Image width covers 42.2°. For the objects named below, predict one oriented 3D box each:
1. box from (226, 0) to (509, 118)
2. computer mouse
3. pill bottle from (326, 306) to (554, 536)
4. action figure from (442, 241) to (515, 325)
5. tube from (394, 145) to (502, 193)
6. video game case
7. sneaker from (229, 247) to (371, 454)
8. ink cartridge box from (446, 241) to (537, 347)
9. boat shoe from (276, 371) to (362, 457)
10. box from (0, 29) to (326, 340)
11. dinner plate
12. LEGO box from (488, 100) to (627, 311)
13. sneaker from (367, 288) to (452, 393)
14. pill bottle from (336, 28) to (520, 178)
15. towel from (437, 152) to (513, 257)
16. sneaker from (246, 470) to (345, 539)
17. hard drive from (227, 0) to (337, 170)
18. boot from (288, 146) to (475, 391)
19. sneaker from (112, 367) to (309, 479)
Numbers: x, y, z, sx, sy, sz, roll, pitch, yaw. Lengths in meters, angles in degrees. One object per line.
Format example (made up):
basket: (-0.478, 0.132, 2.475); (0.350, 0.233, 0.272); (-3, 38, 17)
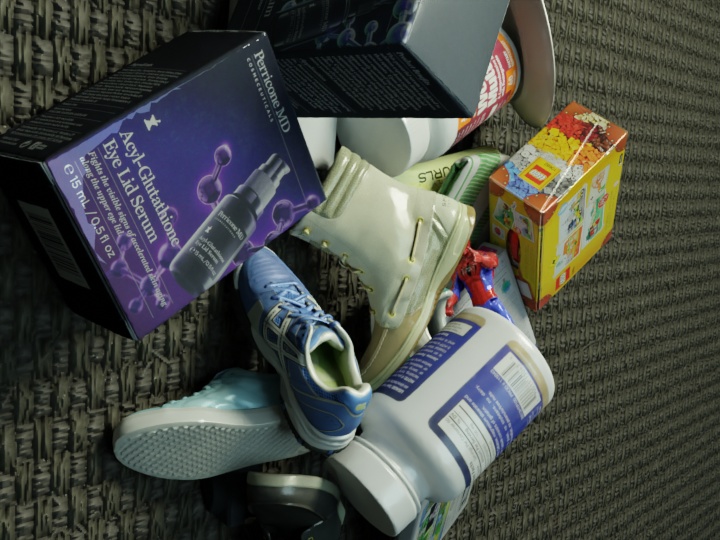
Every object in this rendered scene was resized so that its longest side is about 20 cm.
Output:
box: (0.006, -0.212, 0.751); (0.107, 0.200, 0.149); (34, 70, -48)
computer mouse: (-0.102, 0.239, 0.868); (0.059, 0.034, 0.201); (-36, 123, -43)
pill bottle: (0.070, 0.138, 0.848); (0.200, 0.120, 0.120); (-40, 127, -21)
action figure: (0.130, 0.049, 0.985); (0.099, 0.065, 0.201); (2, 65, -60)
tube: (0.085, -0.095, 1.030); (0.200, 0.052, 0.058); (-21, 78, -43)
video game case: (0.091, 0.229, 1.014); (0.182, 0.022, 0.201); (-37, 144, -52)
sneaker: (-0.047, 0.054, 0.801); (0.076, 0.077, 0.200); (-12, 61, -40)
ink cartridge box: (0.150, 0.077, 1.120); (0.119, 0.042, 0.200); (-44, 131, -21)
boat shoe: (-0.022, 0.136, 0.929); (0.067, 0.057, 0.200); (-54, 133, -30)
box: (-0.144, -0.071, 0.690); (0.200, 0.104, 0.148); (-40, 125, -29)
dinner plate: (0.165, -0.253, 1.023); (0.024, 0.200, 0.201); (-15, 114, -4)
LEGO box: (0.226, -0.070, 1.083); (0.149, 0.077, 0.200); (-41, 150, -19)
sneaker: (0.066, 0.110, 0.955); (0.070, 0.093, 0.201); (0, 84, -63)
pill bottle: (0.070, -0.177, 0.947); (0.200, 0.109, 0.110); (-41, 126, -39)
towel: (0.139, -0.064, 1.070); (0.200, 0.023, 0.153); (-3, 125, -51)
sneaker: (-0.057, 0.249, 0.840); (0.200, 0.075, 0.107); (64, 31, -60)
hard drive: (-0.066, -0.196, 0.842); (0.132, 0.026, 0.201); (0, 96, -51)
boot: (0.000, 0.000, 0.882); (0.154, 0.072, 0.200); (25, 98, -10)
sneaker: (-0.122, 0.125, 0.810); (0.199, 0.082, 0.074); (2, 125, -33)
